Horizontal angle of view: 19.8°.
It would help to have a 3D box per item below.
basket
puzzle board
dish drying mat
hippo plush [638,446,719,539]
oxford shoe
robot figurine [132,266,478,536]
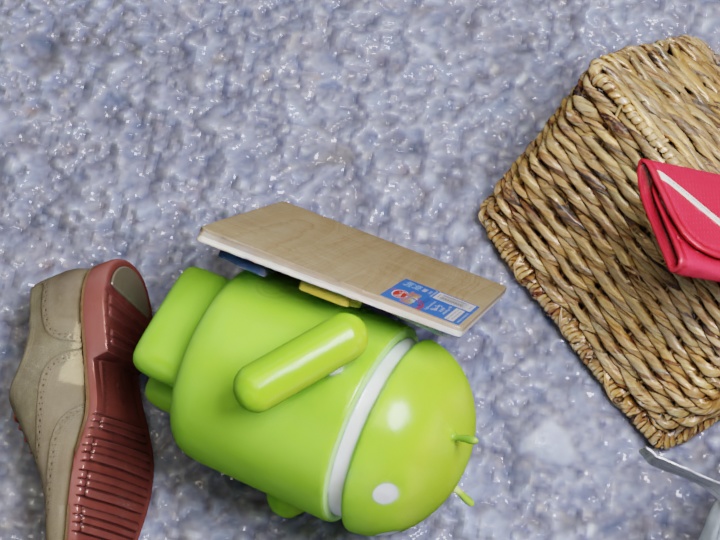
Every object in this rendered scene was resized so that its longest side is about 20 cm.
[{"bbox_3d":[0.197,-0.022,1.247,0.142,0.149,0.200,-19,63,-45],"label":"basket"},{"bbox_3d":[0.000,0.000,1.175,0.150,0.200,0.017,21,100,8],"label":"puzzle board"},{"bbox_3d":[0.243,-0.018,1.146,0.199,0.018,0.077,8,47,-30],"label":"dish drying mat"},{"bbox_3d":[0.257,0.122,1.164,0.200,0.159,0.161,40,40,0],"label":"hippo plush"},{"bbox_3d":[-0.166,0.095,1.200,0.074,0.070,0.201,-8,65,25],"label":"oxford shoe"},{"bbox_3d":[-0.024,0.072,1.142,0.199,0.176,0.116,23,64,16],"label":"robot figurine"}]
